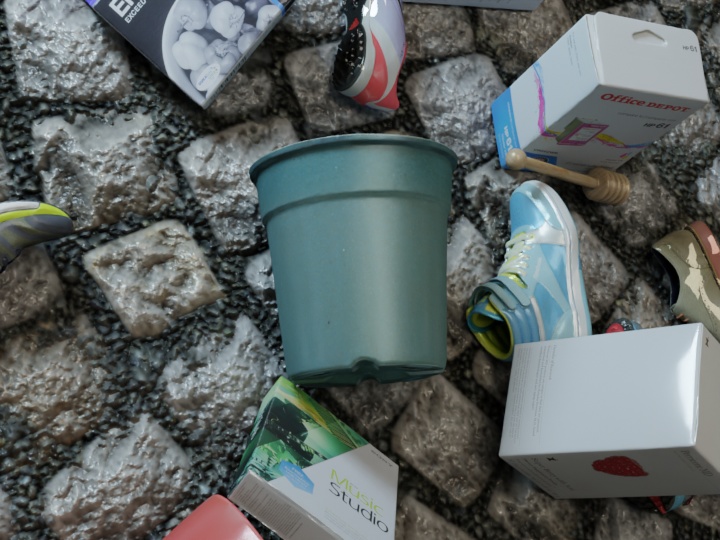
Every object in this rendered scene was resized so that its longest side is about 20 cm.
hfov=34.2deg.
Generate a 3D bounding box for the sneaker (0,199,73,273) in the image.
[{"bbox_3d":[-0.332,0.003,0.985,0.198,0.074,0.082,-25,88,-23],"label":"sneaker"}]

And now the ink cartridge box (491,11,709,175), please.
[{"bbox_3d":[0.252,-0.180,1.253,0.142,0.200,0.086,3,68,-24],"label":"ink cartridge box"}]

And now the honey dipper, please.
[{"bbox_3d":[0.222,-0.103,1.268,0.198,0.038,0.039,9,64,-42],"label":"honey dipper"}]

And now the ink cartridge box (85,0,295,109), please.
[{"bbox_3d":[-0.165,-0.300,1.146,0.199,0.043,0.199,40,89,-4],"label":"ink cartridge box"}]

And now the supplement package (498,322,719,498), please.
[{"bbox_3d":[0.250,0.138,1.107,0.121,0.198,0.122,38,53,-40],"label":"supplement package"}]

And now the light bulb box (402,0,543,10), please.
[{"bbox_3d":[0.127,-0.418,1.334,0.197,0.125,0.202,-2,71,-25],"label":"light bulb box"}]

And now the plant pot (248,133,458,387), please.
[{"bbox_3d":[0.000,0.000,1.075,0.197,0.200,0.200,2,76,-24],"label":"plant pot"}]

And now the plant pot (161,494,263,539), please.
[{"bbox_3d":[-0.132,0.304,0.892,0.176,0.200,0.202,-32,85,-20],"label":"plant pot"}]

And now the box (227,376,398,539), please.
[{"bbox_3d":[-0.033,0.179,0.997,0.144,0.200,0.036,38,103,-8],"label":"box"}]

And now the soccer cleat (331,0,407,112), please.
[{"bbox_3d":[0.021,-0.264,1.264,0.073,0.068,0.203,28,58,-34],"label":"soccer cleat"}]

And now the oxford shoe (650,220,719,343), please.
[{"bbox_3d":[0.387,0.050,1.316,0.073,0.071,0.203,-20,79,-4],"label":"oxford shoe"}]

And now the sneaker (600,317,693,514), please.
[{"bbox_3d":[0.303,0.149,1.231,0.094,0.079,0.204,-3,76,-42],"label":"sneaker"}]

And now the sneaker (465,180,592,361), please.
[{"bbox_3d":[0.160,0.001,1.209,0.129,0.079,0.203,-2,70,-27],"label":"sneaker"}]
